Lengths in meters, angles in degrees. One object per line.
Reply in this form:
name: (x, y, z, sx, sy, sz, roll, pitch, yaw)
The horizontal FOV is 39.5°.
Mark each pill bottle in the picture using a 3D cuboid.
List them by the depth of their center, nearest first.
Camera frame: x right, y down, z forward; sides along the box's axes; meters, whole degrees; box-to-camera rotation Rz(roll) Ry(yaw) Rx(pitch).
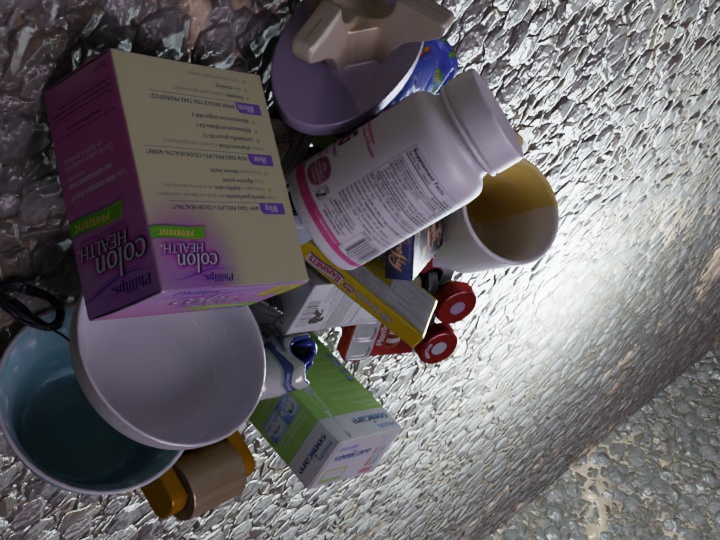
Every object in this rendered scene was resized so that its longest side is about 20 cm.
pill bottle: (0.043, -0.095, 0.935, 0.199, 0.114, 0.113, -30, 157, 16)

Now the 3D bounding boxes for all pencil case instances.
pencil case: (0.033, -0.199, 1.049, 0.200, 0.078, 0.087, -42, 167, -51)

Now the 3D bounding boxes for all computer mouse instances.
computer mouse: (-0.272, 0.084, 0.962, 0.034, 0.200, 0.059, -34, -165, 43)

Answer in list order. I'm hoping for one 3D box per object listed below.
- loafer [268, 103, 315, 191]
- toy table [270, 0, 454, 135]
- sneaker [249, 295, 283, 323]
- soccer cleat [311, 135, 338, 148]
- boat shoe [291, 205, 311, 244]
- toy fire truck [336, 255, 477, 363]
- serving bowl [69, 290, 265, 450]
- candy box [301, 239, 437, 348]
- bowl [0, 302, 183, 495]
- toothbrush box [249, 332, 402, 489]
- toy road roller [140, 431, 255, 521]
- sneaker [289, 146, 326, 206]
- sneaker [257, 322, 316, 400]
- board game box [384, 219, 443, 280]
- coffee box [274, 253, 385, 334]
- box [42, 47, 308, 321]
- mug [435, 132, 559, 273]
loafer: (-0.080, -0.141, 1.002, 0.200, 0.072, 0.063, -58, 147, -36)
toy table: (-0.006, -0.232, 0.916, 0.117, 0.183, 0.201, 97, 13, -67)
sneaker: (-0.172, 0.018, 1.086, 0.199, 0.076, 0.091, 26, 118, -35)
soccer cleat: (0.023, -0.155, 1.167, 0.199, 0.065, 0.084, -22, 153, -37)
boat shoe: (-0.123, -0.065, 1.031, 0.071, 0.091, 0.200, -35, 163, 35)
toy fire truck: (0.062, 0.050, 1.461, 0.167, 0.112, 0.201, -4, 133, -28)
serving bowl: (-0.191, 0.081, 0.962, 0.199, 0.201, 0.066, -15, 166, -45)
candy box: (0.000, 0.000, 1.164, 0.026, 0.200, 0.102, -49, -176, 29)
bowl: (-0.278, 0.145, 1.026, 0.200, 0.201, 0.105, -23, 165, -38)
toothbrush box: (-0.067, 0.179, 1.329, 0.145, 0.200, 0.086, -1, 128, -55)
toy road roller: (-0.194, 0.164, 1.134, 0.123, 0.201, 0.146, -19, 162, -44)
sneaker: (-0.028, -0.092, 1.066, 0.095, 0.199, 0.080, 14, 75, -37)
sneaker: (-0.094, 0.095, 1.203, 0.088, 0.200, 0.076, -6, 117, 3)
board game box: (0.069, -0.077, 1.217, 0.200, 0.034, 0.136, -44, 137, -70)
coffee box: (-0.043, 0.006, 1.228, 0.200, 0.113, 0.080, -5, 134, -53)
box: (-0.156, -0.069, 0.863, 0.096, 0.201, 0.175, -20, 170, 35)
mug: (0.176, -0.075, 1.364, 0.186, 0.150, 0.153, -43, -174, -27)
